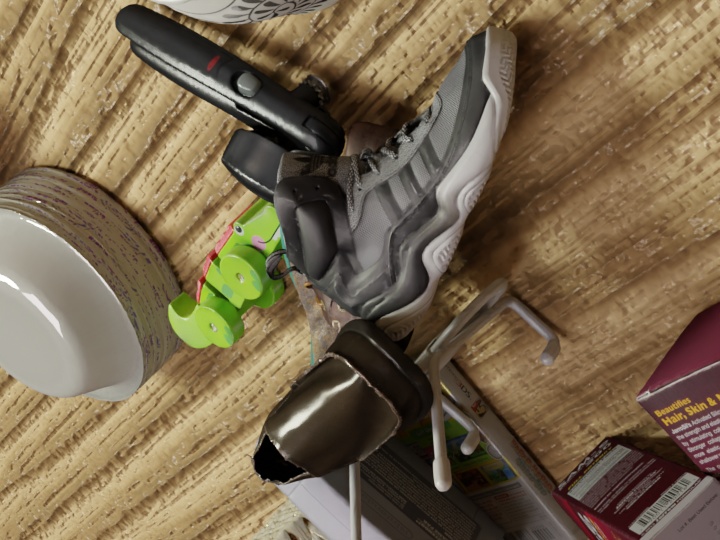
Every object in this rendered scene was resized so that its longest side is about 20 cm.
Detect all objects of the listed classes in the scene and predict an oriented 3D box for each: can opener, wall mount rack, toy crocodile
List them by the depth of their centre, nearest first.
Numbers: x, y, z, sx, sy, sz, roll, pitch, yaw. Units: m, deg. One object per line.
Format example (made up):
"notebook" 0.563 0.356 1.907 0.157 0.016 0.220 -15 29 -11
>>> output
"wall mount rack" 0.046 0.101 1.051 0.075 0.174 0.200 43 133 9
"can opener" -0.089 -0.121 1.071 0.200 0.079 0.063 39 161 22
"toy crocodile" -0.086 -0.003 1.183 0.062 0.068 0.200 41 145 4

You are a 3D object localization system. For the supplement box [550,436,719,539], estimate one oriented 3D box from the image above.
"supplement box" 0.198 0.172 1.016 0.109 0.061 0.200 49 175 -6

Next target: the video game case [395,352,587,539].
"video game case" 0.056 0.155 1.244 0.182 0.023 0.200 50 145 -8

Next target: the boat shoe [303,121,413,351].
"boat shoe" 0.000 0.000 1.055 0.072 0.072 0.201 18 116 17

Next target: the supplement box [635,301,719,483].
"supplement box" 0.272 0.102 0.925 0.200 0.086 0.110 47 145 -5

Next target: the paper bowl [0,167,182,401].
"paper bowl" -0.249 0.024 1.339 0.200 0.104 0.201 25 139 23

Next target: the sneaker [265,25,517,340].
"sneaker" 0.013 -0.061 0.950 0.113 0.076 0.201 21 112 -4

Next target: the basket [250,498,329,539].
"basket" -0.014 0.278 1.273 0.198 0.161 0.200 45 163 0

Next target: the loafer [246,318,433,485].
"loafer" -0.016 0.095 1.000 0.073 0.071 0.200 44 152 4

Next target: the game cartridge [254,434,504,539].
"game cartridge" 0.018 0.166 1.161 0.200 0.133 0.042 40 116 2

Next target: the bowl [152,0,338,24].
"bowl" -0.098 -0.216 0.956 0.200 0.094 0.201 26 142 23

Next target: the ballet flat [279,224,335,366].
"ballet flat" -0.005 0.018 1.126 0.067 0.068 0.201 14 135 29
